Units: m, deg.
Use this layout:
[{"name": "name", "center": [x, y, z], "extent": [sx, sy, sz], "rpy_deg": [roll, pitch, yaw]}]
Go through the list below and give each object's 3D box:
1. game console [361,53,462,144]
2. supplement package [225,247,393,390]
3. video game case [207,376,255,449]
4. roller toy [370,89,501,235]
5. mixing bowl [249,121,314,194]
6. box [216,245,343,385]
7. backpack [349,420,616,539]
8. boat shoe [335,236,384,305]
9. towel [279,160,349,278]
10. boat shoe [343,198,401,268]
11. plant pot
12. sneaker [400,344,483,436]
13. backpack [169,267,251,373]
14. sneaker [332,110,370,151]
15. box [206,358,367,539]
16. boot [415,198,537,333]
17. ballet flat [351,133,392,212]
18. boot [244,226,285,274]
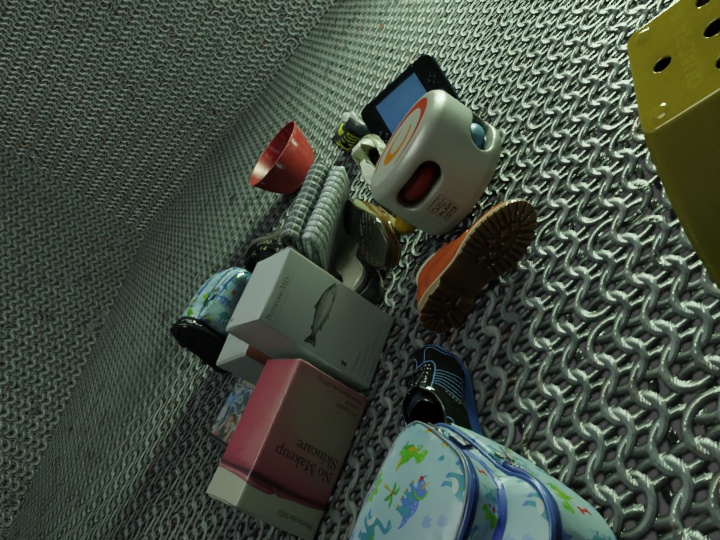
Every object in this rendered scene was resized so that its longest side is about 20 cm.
[{"name": "game console", "center": [0.079, -0.261, 1.217], "extent": [0.199, 0.172, 0.118], "rpy_deg": [-33, 0, 41]}, {"name": "supplement package", "center": [-0.071, 0.078, 0.968], "extent": [0.117, 0.199, 0.118], "rpy_deg": [-17, 45, 55]}, {"name": "video game case", "center": [-0.203, 0.242, 1.231], "extent": [0.199, 0.025, 0.183], "rpy_deg": [-3, 57, 61]}, {"name": "roller toy", "center": [0.112, -0.151, 0.983], "extent": [0.202, 0.139, 0.182], "rpy_deg": [-61, 13, -6]}, {"name": "mixing bowl", "center": [-0.191, -0.278, 1.761], "extent": [0.200, 0.108, 0.201], "rpy_deg": [-44, 26, 28]}, {"name": "box", "center": [-0.116, 0.093, 1.095], "extent": [0.106, 0.151, 0.202], "rpy_deg": [-24, 40, 49]}, {"name": "backpack", "center": [0.087, 0.231, 0.540], "extent": [0.185, 0.146, 0.199], "rpy_deg": [-62, 27, -8]}, {"name": "boat shoe", "center": [0.000, 0.000, 1.127], "extent": [0.067, 0.057, 0.201], "rpy_deg": [-47, 20, 15]}, {"name": "towel", "center": [-0.075, -0.068, 1.187], "extent": [0.201, 0.084, 0.167], "rpy_deg": [86, -161, -58]}, {"name": "boat shoe", "center": [0.032, -0.068, 1.099], "extent": [0.200, 0.073, 0.077], "rpy_deg": [-123, 39, -57]}, {"name": "plant pot", "center": [0.319, -0.130, 0.515], "extent": [0.199, 0.175, 0.202], "rpy_deg": [-33, 33, 40]}, {"name": "sneaker", "center": [0.081, 0.141, 0.749], "extent": [0.070, 0.077, 0.201], "rpy_deg": [-48, 25, 17]}, {"name": "backpack", "center": [-0.292, 0.090, 1.457], "extent": [0.153, 0.163, 0.201], "rpy_deg": [-29, 28, 31]}, {"name": "sneaker", "center": [-0.015, -0.307, 1.524], "extent": [0.085, 0.074, 0.200], "rpy_deg": [-60, 14, 5]}, {"name": "box", "center": [-0.097, 0.237, 0.906], "extent": [0.108, 0.127, 0.202], "rpy_deg": [-13, 49, 56]}, {"name": "boot", "center": [0.139, -0.024, 0.860], "extent": [0.200, 0.075, 0.108], "rpy_deg": [-48, 20, 20]}, {"name": "ballet flat", "center": [0.024, -0.186, 1.194], "extent": [0.068, 0.075, 0.202], "rpy_deg": [-46, 49, 27]}, {"name": "boot", "center": [-0.192, 0.009, 1.330], "extent": [0.203, 0.073, 0.155], "rpy_deg": [-25, 40, 48]}]
